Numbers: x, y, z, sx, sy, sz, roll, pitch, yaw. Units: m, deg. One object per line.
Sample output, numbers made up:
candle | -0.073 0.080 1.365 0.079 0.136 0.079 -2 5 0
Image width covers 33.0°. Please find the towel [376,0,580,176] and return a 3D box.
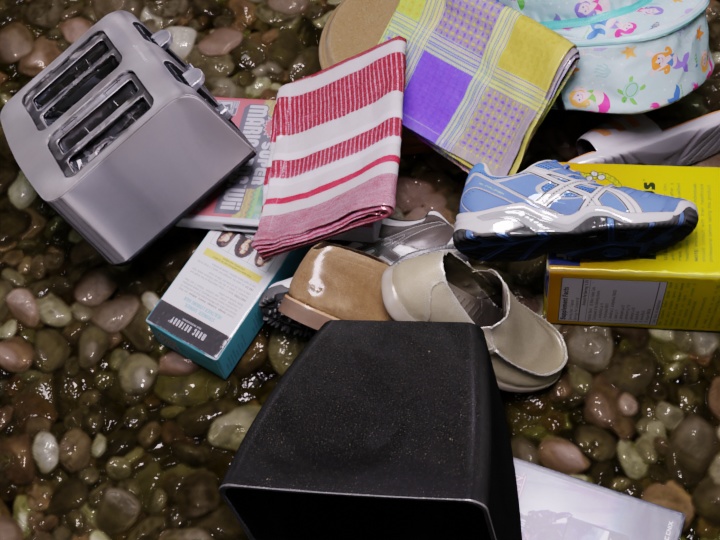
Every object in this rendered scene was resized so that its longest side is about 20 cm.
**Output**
towel | 0.090 -0.175 1.081 0.200 0.023 0.144 38 109 30

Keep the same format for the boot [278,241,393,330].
boot | 0.034 0.038 1.044 0.199 0.074 0.076 23 90 -19

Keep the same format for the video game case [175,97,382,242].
video game case | -0.067 -0.098 1.136 0.198 0.017 0.144 5 61 15

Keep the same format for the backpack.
backpack | 0.219 -0.215 1.110 0.199 0.152 0.177 14 34 35

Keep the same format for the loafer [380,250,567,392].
loafer | 0.109 0.044 1.025 0.199 0.068 0.076 25 51 -30

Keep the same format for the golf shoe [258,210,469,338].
golf shoe | 0.000 0.000 1.116 0.198 0.078 0.095 -11 53 -8

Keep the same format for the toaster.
toaster | -0.222 -0.120 1.119 0.200 0.119 0.181 -40 46 1

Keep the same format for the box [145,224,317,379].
box | -0.107 -0.005 1.135 0.082 0.049 0.201 26 69 19

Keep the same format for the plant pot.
plant pot | 0.028 0.150 0.962 0.198 0.200 0.178 -1 50 18

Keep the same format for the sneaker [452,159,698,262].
sneaker | 0.175 -0.054 0.994 0.198 0.076 0.078 1 68 7

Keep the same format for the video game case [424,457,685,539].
video game case | 0.154 0.238 1.006 0.198 0.019 0.144 17 67 13

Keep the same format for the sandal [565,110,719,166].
sandal | 0.264 -0.121 1.145 0.205 0.079 0.060 -19 61 -13

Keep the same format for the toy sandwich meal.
toy sandwich meal | 0.053 -0.210 1.215 0.203 0.070 0.207 -4 59 6

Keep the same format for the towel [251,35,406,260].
towel | -0.025 -0.112 1.074 0.143 0.023 0.201 -18 49 29

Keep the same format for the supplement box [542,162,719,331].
supplement box | 0.263 -0.020 1.070 0.198 0.109 0.110 3 64 7
